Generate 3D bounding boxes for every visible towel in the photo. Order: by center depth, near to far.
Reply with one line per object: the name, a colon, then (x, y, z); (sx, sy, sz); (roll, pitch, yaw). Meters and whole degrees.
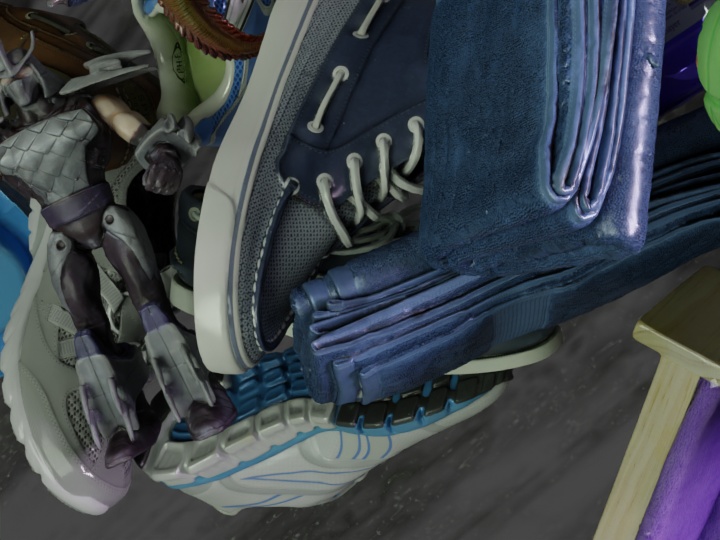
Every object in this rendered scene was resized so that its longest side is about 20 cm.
towel: (0.062, -0.101, 0.703); (0.111, 0.048, 0.201); (-16, 66, 59)
towel: (0.068, 0.000, 0.798); (0.199, 0.112, 0.049); (-24, 77, -6)

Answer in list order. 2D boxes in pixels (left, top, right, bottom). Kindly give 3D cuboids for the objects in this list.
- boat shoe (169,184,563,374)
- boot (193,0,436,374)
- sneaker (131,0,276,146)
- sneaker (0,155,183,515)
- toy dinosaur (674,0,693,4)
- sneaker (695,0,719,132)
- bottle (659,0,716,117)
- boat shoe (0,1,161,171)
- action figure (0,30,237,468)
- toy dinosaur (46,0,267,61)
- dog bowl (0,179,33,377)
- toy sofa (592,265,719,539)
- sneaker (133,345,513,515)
boat shoe: (0.000, 0.000, 0.902); (0.199, 0.075, 0.062); (12, 110, 31)
boot: (-0.007, -0.044, 0.841); (0.090, 0.201, 0.073); (5, 151, 16)
sneaker: (-0.064, -0.151, 0.904); (0.075, 0.077, 0.201); (6, 109, 33)
sneaker: (-0.124, 0.019, 0.964); (0.082, 0.075, 0.201); (-12, 68, 27)
toy dinosaur: (0.183, -0.161, 0.728); (0.058, 0.201, 0.101); (23, 162, 22)
sneaker: (0.207, -0.101, 0.686); (0.084, 0.200, 0.077); (25, 149, 47)
bottle: (0.095, -0.162, 0.804); (0.083, 0.065, 0.201); (-33, 88, 31)
boat shoe: (-0.169, -0.097, 0.999); (0.200, 0.068, 0.072); (35, 133, 42)
action figure: (-0.121, -0.015, 0.884); (0.130, 0.069, 0.201); (-21, 97, 15)
toy dinosaur: (-0.141, -0.186, 0.831); (0.182, 0.105, 0.200); (52, 170, 30)
dog bowl: (-0.240, -0.024, 1.020); (0.111, 0.050, 0.200); (-42, 123, 13)
toy sofa: (0.150, 0.109, 0.860); (0.097, 0.083, 0.201); (29, 121, 22)
sneaker: (-0.009, 0.075, 0.969); (0.199, 0.075, 0.087); (-16, 138, 25)
